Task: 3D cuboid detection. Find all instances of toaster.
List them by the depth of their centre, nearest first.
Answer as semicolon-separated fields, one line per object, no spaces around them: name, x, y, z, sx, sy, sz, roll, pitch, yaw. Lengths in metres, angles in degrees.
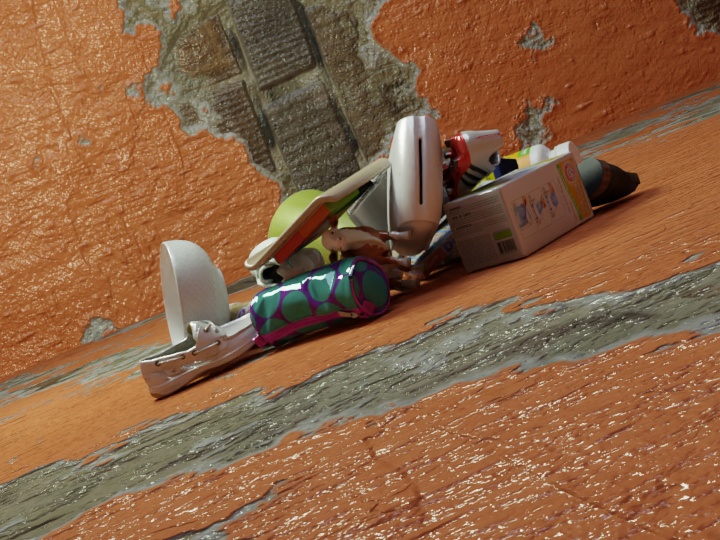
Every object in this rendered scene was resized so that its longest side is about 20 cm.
toaster;0.065;-0.103;1.884;0.200;0.129;0.114;-46;-5;35

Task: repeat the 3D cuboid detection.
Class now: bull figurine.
bull figurine;0.022;-0.021;1.666;0.120;0.066;0.200;5;-17;18

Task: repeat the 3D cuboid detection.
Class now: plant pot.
plant pot;-0.040;-0.046;2.139;0.186;0.190;0.199;-24;21;-31

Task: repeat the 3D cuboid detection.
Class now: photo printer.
photo printer;0.078;-0.123;1.699;0.068;0.169;0.200;0;-12;-3

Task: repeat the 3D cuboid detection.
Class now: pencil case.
pencil case;-0.059;0.045;1.624;0.198;0.085;0.093;-19;41;35

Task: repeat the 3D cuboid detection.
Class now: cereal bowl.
cereal bowl;-0.248;0.050;1.786;0.082;0.203;0.200;-9;2;-15

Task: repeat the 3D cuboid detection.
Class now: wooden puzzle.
wooden puzzle;-0.057;-0.076;1.686;0.199;0.037;0.185;-38;0;36

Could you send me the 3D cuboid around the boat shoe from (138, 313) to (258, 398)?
boat shoe;-0.222;0.103;1.665;0.199;0.070;0.071;-31;17;-19

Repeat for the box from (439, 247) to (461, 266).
box;0.177;-0.058;1.848;0.110;0.035;0.199;-42;15;-31

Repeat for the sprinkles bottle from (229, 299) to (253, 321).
sprinkles bottle;-0.154;0.076;1.799;0.068;0.069;0.199;-25;6;-33

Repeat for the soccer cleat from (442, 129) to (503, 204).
soccer cleat;0.159;-0.149;1.695;0.084;0.070;0.200;-15;-17;-6

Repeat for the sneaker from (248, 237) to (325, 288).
sneaker;-0.131;-0.008;1.770;0.079;0.072;0.199;-14;11;-30

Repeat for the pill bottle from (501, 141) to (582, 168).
pill bottle;0.296;-0.158;2.089;0.198;0.113;0.111;-19;5;25

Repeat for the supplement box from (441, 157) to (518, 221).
supplement box;0.179;-0.109;2.011;0.198;0.110;0.109;-19;-4;25

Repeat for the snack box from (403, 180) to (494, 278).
snack box;0.146;-0.065;1.808;0.200;0.024;0.072;-45;18;-14

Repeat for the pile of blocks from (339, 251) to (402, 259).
pile of blocks;0.000;0.000;1.884;0.062;0.082;0.200;-55;14;-19

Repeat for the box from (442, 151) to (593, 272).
box;0.228;-0.085;1.673;0.112;0.103;0.199;-16;8;45

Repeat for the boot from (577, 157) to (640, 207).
boot;0.334;-0.107;1.793;0.096;0.076;0.199;4;-21;-32
